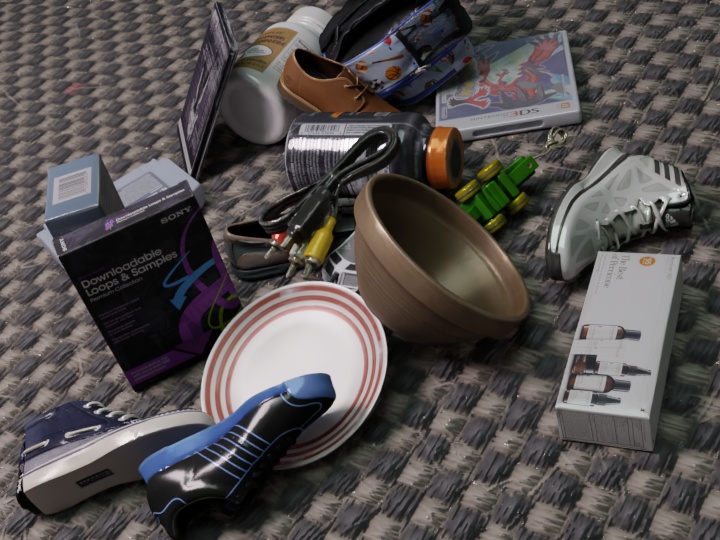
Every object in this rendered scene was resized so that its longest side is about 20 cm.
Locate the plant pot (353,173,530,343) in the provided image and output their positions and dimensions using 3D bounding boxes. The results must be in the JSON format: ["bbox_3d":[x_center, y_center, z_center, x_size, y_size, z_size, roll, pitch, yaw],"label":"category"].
[{"bbox_3d":[0.062,0.004,0.971,0.093,0.200,0.201,-49,31,27],"label":"plant pot"}]

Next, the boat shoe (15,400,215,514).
[{"bbox_3d":[-0.240,0.156,0.954,0.199,0.075,0.093,-19,48,-1],"label":"boat shoe"}]

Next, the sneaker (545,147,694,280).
[{"bbox_3d":[0.273,-0.056,1.007,0.115,0.076,0.201,14,47,34],"label":"sneaker"}]

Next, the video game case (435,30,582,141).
[{"bbox_3d":[0.189,-0.243,1.290,0.181,0.023,0.201,-8,41,12],"label":"video game case"}]

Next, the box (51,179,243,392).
[{"bbox_3d":[-0.204,0.020,0.999,0.142,0.201,0.036,-26,41,-10],"label":"box"}]

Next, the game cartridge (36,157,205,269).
[{"bbox_3d":[-0.303,-0.066,1.262,0.200,0.042,0.133,-34,47,-19],"label":"game cartridge"}]

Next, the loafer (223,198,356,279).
[{"bbox_3d":[-0.059,-0.047,1.127,0.199,0.063,0.072,-18,40,0],"label":"loafer"}]

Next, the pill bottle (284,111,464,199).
[{"bbox_3d":[0.020,-0.134,1.165,0.199,0.107,0.106,4,45,23],"label":"pill bottle"}]

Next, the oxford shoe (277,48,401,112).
[{"bbox_3d":[-0.010,-0.215,1.244,0.199,0.071,0.071,27,53,0],"label":"oxford shoe"}]

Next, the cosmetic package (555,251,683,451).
[{"bbox_3d":[0.241,0.066,0.900,0.082,0.051,0.200,5,45,23],"label":"cosmetic package"}]

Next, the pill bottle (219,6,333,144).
[{"bbox_3d":[-0.105,-0.277,1.364,0.114,0.115,0.200,9,47,28],"label":"pill bottle"}]

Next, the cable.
[{"bbox_3d":[-0.036,-0.081,1.095,0.097,0.050,0.200,27,69,38],"label":"cable"}]

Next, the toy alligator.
[{"bbox_3d":[0.160,-0.095,1.113,0.200,0.059,0.054,-42,5,-25],"label":"toy alligator"}]

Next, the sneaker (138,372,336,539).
[{"bbox_3d":[-0.101,0.169,0.890,0.199,0.070,0.078,-30,67,4],"label":"sneaker"}]

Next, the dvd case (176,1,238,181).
[{"bbox_3d":[-0.206,-0.237,1.315,0.016,0.201,0.149,10,33,-24],"label":"dvd case"}]

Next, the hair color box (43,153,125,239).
[{"bbox_3d":[-0.270,-0.013,1.060,0.060,0.201,0.099,-17,40,0],"label":"hair color box"}]

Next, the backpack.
[{"bbox_3d":[0.046,-0.312,1.310,0.190,0.154,0.200,-30,29,8],"label":"backpack"}]

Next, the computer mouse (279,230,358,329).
[{"bbox_3d":[0.000,0.000,1.073,0.200,0.044,0.110,-42,41,-18],"label":"computer mouse"}]

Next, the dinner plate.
[{"bbox_3d":[-0.064,0.102,0.966,0.199,0.024,0.201,-12,54,17],"label":"dinner plate"}]
